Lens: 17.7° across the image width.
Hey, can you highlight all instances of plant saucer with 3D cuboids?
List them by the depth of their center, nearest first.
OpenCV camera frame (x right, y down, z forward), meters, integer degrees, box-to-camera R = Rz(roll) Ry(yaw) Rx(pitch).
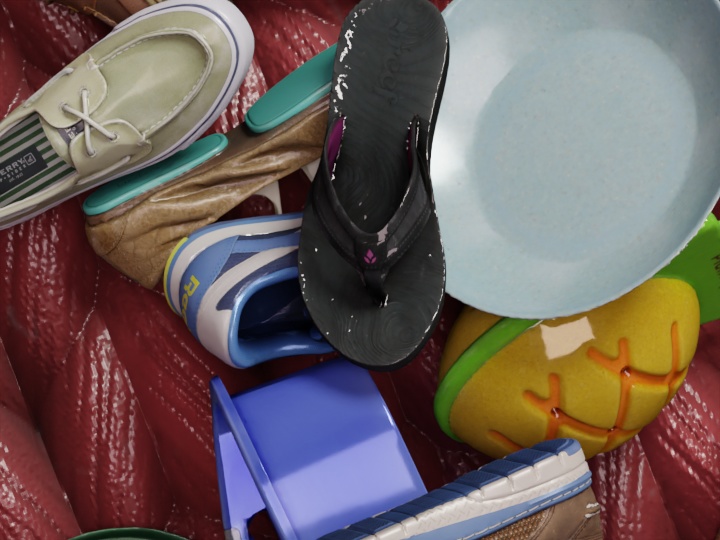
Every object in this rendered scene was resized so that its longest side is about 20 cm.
[{"bbox_3d":[0.106,-0.067,1.163,0.200,0.039,0.202,-11,67,28],"label":"plant saucer"}]

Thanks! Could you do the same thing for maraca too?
[{"bbox_3d":[0.127,0.031,1.207,0.199,0.137,0.107,-31,64,5],"label":"maraca"}]

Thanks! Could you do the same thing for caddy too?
[{"bbox_3d":[-0.016,0.137,1.200,0.105,0.141,0.201,-25,90,-6],"label":"caddy"}]

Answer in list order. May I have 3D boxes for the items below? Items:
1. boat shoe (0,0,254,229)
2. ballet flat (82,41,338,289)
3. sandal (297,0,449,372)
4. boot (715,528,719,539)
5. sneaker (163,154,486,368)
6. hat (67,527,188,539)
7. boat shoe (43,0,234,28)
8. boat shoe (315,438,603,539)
[{"bbox_3d":[-0.141,-0.072,1.201,0.200,0.062,0.072,-33,96,23],"label":"boat shoe"},{"bbox_3d":[-0.052,-0.053,1.240,0.199,0.068,0.073,-32,111,0],"label":"ballet flat"},{"bbox_3d":[0.005,-0.050,1.155,0.075,0.048,0.202,-1,71,11],"label":"sandal"},{"bbox_3d":[0.228,0.142,1.195,0.073,0.155,0.201,-3,91,-1],"label":"boot"},{"bbox_3d":[0.000,0.000,1.213,0.199,0.082,0.074,-21,123,-7],"label":"sneaker"},{"bbox_3d":[-0.139,0.235,1.178,0.166,0.176,0.200,44,90,-1],"label":"hat"},{"bbox_3d":[-0.146,-0.173,1.237,0.200,0.072,0.068,44,122,-9],"label":"boat shoe"},{"bbox_3d":[0.027,0.149,1.099,0.199,0.072,0.073,-22,92,-9],"label":"boat shoe"}]
